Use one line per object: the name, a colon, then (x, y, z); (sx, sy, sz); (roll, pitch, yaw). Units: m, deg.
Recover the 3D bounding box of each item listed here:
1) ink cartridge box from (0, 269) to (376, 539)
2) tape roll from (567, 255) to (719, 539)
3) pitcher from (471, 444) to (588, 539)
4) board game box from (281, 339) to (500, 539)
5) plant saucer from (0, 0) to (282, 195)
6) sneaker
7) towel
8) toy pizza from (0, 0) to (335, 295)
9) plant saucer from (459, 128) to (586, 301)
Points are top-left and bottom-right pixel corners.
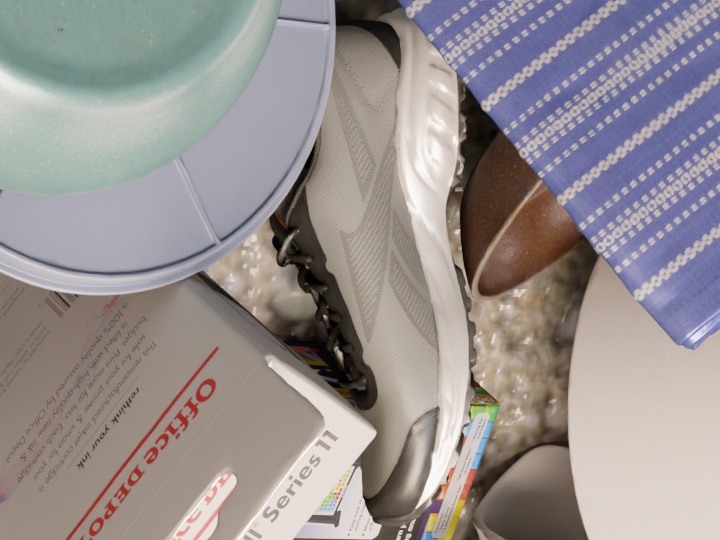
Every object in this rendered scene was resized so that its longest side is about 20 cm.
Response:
ink cartridge box: (-0.076, 0.062, 0.932); (0.117, 0.200, 0.067); (-51, 132, 2)
tape roll: (0.200, 0.059, 1.110); (0.202, 0.139, 0.204); (-2, 92, -52)
pitcher: (0.062, 0.196, 1.147); (0.171, 0.121, 0.201); (-17, 123, -56)
board game box: (-0.049, 0.127, 1.086); (0.165, 0.057, 0.201); (6, 112, -35)
plant saucer: (-0.098, -0.126, 0.860); (0.199, 0.036, 0.201); (2, 87, -35)
sneaker: (0.000, 0.000, 1.011); (0.079, 0.074, 0.201); (-4, 88, -16)
towel: (0.109, -0.089, 0.932); (0.145, 0.200, 0.024); (-38, 175, -7)
toy pizza: (-0.096, -0.092, 0.901); (0.199, 0.032, 0.201); (2, 87, -35)
plant saucer: (0.108, -0.069, 1.040); (0.200, 0.035, 0.200); (-41, 169, -10)
